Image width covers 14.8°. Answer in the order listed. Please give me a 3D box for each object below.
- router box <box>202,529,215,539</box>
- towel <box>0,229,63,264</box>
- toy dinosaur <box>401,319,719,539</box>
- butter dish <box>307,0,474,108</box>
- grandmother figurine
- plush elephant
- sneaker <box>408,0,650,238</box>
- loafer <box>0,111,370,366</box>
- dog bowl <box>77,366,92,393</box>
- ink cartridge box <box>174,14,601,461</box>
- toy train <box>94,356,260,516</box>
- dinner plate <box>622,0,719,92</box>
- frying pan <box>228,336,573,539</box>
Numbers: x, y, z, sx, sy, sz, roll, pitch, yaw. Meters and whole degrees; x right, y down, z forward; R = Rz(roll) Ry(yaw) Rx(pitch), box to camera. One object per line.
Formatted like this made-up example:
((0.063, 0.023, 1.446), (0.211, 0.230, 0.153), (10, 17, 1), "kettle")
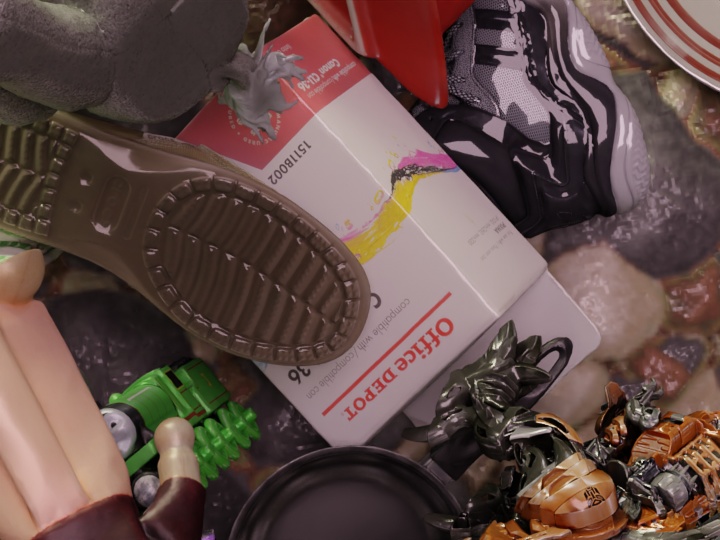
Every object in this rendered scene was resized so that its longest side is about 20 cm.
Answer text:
((-0.141, 0.148, 1.168), (0.148, 0.200, 0.051), (-4, 79, -9), "router box")
((-0.205, -0.036, 1.196), (0.152, 0.200, 0.023), (30, 100, -3), "towel")
((0.087, 0.092, 1.159), (0.199, 0.136, 0.103), (-1, 110, -28), "toy dinosaur")
((0.014, -0.209, 1.229), (0.147, 0.200, 0.200), (-34, 60, -12), "butter dish")
((-0.110, 0.098, 1.053), (0.121, 0.061, 0.201), (-31, 78, -7), "grandmother figurine")
((-0.118, -0.140, 1.143), (0.155, 0.200, 0.165), (39, 89, 34), "plush elephant")
((0.047, -0.099, 1.303), (0.113, 0.075, 0.201), (-28, 85, -11), "sneaker")
((-0.085, -0.025, 1.209), (0.199, 0.068, 0.076), (28, 103, -4), "loafer")
((-0.201, 0.080, 1.180), (0.199, 0.200, 0.059), (-2, 66, -9), "dog bowl")
((0.000, 0.000, 1.254), (0.200, 0.067, 0.116), (46, 122, 2), "ink cartridge box")
((-0.082, 0.070, 1.195), (0.042, 0.200, 0.056), (-39, 89, 7), "toy train")
((0.212, -0.175, 1.367), (0.199, 0.024, 0.202), (2, 79, -9), "dinner plate")
((0.008, 0.099, 1.239), (0.114, 0.031, 0.191), (20, 96, -9), "frying pan")
